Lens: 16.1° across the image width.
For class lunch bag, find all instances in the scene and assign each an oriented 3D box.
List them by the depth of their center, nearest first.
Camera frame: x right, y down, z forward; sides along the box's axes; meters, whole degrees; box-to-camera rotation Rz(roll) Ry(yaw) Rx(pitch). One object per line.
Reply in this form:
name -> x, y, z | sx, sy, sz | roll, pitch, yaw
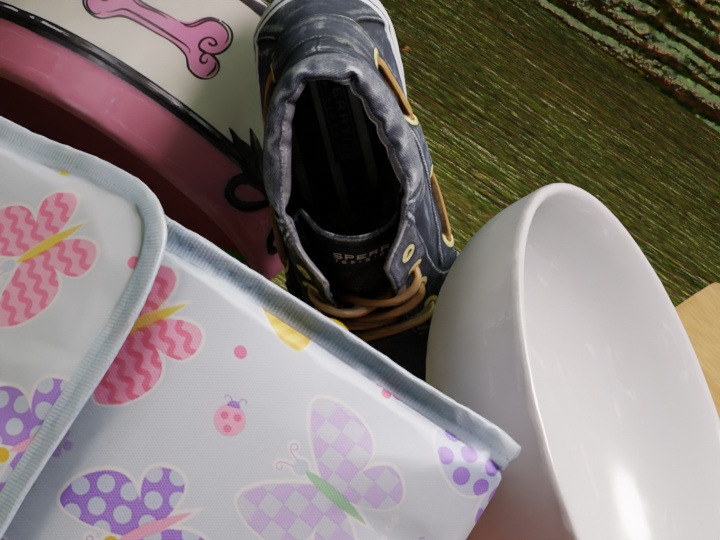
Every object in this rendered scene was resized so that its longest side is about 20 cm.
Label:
lunch bag -> -0.083, 0.069, 0.750 | 0.199, 0.170, 0.127 | 35, -10, -1

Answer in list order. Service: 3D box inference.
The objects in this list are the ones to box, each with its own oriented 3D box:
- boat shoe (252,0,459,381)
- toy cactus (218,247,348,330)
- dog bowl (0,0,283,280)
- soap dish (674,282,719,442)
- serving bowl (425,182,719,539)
boat shoe -> 0.000, 0.000, 0.927 | 0.091, 0.070, 0.201 | -91, 167, -64
toy cactus -> -0.090, 0.074, 0.867 | 0.164, 0.202, 0.102 | 6, -22, 2
dog bowl -> -0.091, -0.066, 1.022 | 0.199, 0.074, 0.200 | 30, -14, 8
soap dish -> 0.143, 0.131, 1.068 | 0.081, 0.201, 0.157 | 0, 34, -34
serving bowl -> 0.075, 0.074, 0.915 | 0.200, 0.065, 0.201 | 47, 32, -42
